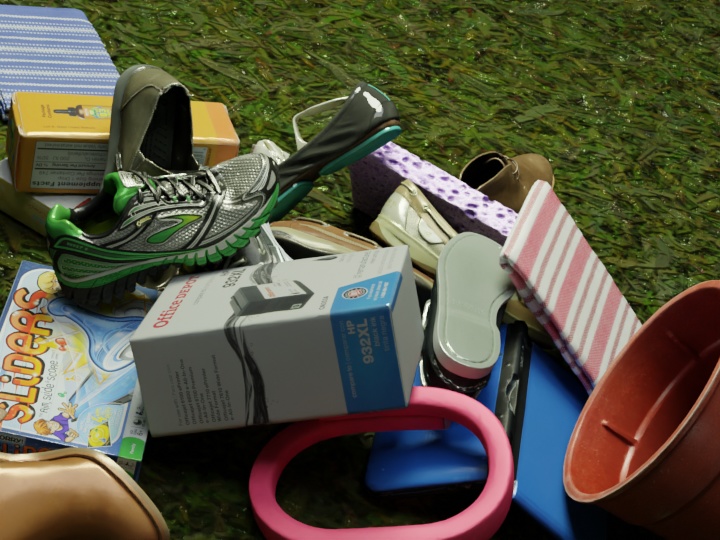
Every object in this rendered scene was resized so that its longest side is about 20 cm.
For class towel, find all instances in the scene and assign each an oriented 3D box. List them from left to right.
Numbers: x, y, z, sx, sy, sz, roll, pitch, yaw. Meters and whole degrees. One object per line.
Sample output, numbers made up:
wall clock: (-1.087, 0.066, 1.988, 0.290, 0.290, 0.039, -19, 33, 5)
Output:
towel: (-0.326, -0.215, 1.503, 0.143, 0.024, 0.201, -3, 42, -30)
towel: (0.189, 0.032, 1.278, 0.201, 0.030, 0.147, 55, 31, -13)

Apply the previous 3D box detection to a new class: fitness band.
fitness band: (0.015, 0.154, 1.079, 0.197, 0.038, 0.145, -5, 47, 6)

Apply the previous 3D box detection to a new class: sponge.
sponge: (0.073, -0.053, 1.373, 0.199, 0.112, 0.030, 31, 66, 19)

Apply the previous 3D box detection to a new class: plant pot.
plant pot: (0.292, 0.147, 1.119, 0.194, 0.201, 0.201, 36, 34, -9)

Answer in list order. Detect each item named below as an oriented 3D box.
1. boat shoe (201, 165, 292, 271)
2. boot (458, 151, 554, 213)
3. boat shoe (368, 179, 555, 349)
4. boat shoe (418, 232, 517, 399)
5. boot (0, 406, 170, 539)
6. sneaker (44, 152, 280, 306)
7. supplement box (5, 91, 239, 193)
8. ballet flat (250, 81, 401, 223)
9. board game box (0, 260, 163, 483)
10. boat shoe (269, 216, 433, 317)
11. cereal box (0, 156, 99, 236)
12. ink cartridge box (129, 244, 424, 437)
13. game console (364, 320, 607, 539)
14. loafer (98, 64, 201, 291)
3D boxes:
boat shoe: (-0.104, -0.006, 1.241, 0.070, 0.072, 0.201, 10, 42, -46)
boot: (0.149, -0.089, 1.485, 0.073, 0.076, 0.199, 30, 36, 21)
boat shoe: (0.103, -0.002, 1.316, 0.200, 0.063, 0.073, 35, -4, 5)
boat shoe: (0.084, 0.039, 1.207, 0.075, 0.061, 0.201, 24, 34, 1)
boot: (-0.241, 0.181, 0.971, 0.198, 0.074, 0.155, 27, 45, 4)
sneaker: (-0.156, -0.045, 1.159, 0.198, 0.086, 0.078, -25, 42, -10)
supplement box: (-0.213, -0.111, 1.300, 0.198, 0.069, 0.067, 2, 39, -24)
ballet flat: (-0.054, -0.102, 1.334, 0.069, 0.199, 0.068, 56, 7, 11)
board game box: (-0.223, 0.077, 1.136, 0.134, 0.035, 0.201, 12, 36, -7)
boat shoe: (0.000, 0.000, 1.303, 0.198, 0.076, 0.074, 24, 32, 7)
cereal box: (-0.230, -0.086, 1.348, 0.143, 0.040, 0.200, 29, 37, 15)
ink cartridge box: (-0.059, 0.051, 1.110, 0.197, 0.085, 0.145, -8, 18, 10)
game console: (0.110, 0.147, 1.200, 0.169, 0.119, 0.201, -9, 30, 17)
loafer: (-0.177, -0.073, 1.227, 0.075, 0.203, 0.069, -3, 6, -38)
